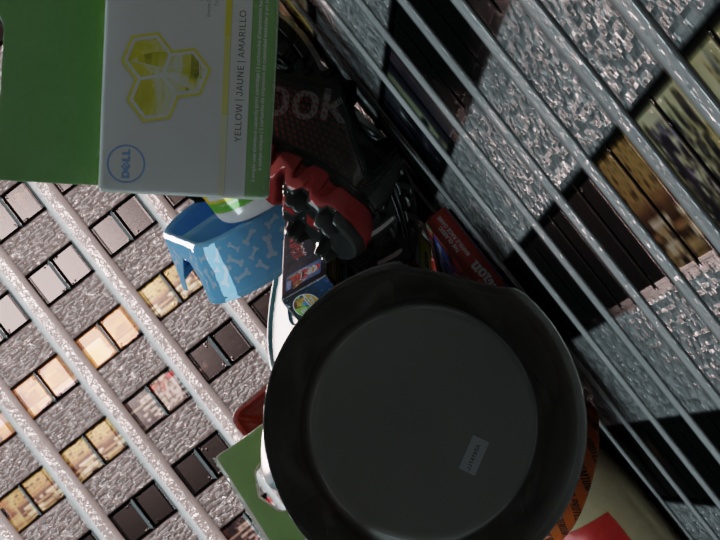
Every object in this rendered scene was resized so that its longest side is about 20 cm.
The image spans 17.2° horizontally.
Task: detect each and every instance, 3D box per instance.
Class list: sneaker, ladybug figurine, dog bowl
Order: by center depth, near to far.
[{"bbox_3d":[0.034,0.093,1.441,0.200,0.200,0.059,52,169,-6],"label":"dog bowl"},{"bbox_3d":[-0.057,-0.096,1.489,0.200,0.098,0.071,37,162,10],"label":"sneaker"},{"bbox_3d":[-0.023,-0.088,1.572,0.200,0.074,0.079,58,-174,-4],"label":"sneaker"},{"bbox_3d":[0.192,0.210,1.669,0.200,0.072,0.136,52,176,0],"label":"ladybug figurine"},{"bbox_3d":[-0.097,-0.030,1.897,0.050,0.111,0.200,58,169,-14],"label":"dog bowl"}]

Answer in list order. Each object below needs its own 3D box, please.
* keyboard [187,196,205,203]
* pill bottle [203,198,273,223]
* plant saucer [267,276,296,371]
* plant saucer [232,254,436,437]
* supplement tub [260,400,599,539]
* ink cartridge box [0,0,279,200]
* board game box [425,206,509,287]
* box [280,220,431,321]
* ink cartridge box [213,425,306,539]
[{"bbox_3d":[-0.136,-0.143,1.958,0.127,0.021,0.201,38,-139,-44],"label":"keyboard"},{"bbox_3d":[-0.118,-0.145,1.805,0.200,0.111,0.111,53,176,-17],"label":"pill bottle"},{"bbox_3d":[-0.038,0.017,1.919,0.027,0.201,0.200,11,-169,-17],"label":"plant saucer"},{"bbox_3d":[0.039,0.125,1.789,0.200,0.200,0.037,51,-175,11],"label":"plant saucer"},{"bbox_3d":[0.045,0.106,1.535,0.199,0.123,0.123,15,-176,-11],"label":"supplement tub"},{"bbox_3d":[-0.151,-0.119,1.409,0.048,0.199,0.146,-149,61,-81],"label":"ink cartridge box"},{"bbox_3d":[0.086,0.023,1.603,0.103,0.019,0.200,51,176,12],"label":"board game box"},{"bbox_3d":[0.000,0.000,1.658,0.137,0.038,0.200,50,-158,-28],"label":"box"},{"bbox_3d":[0.008,0.121,1.689,0.048,0.200,0.146,53,178,-34],"label":"ink cartridge box"}]
